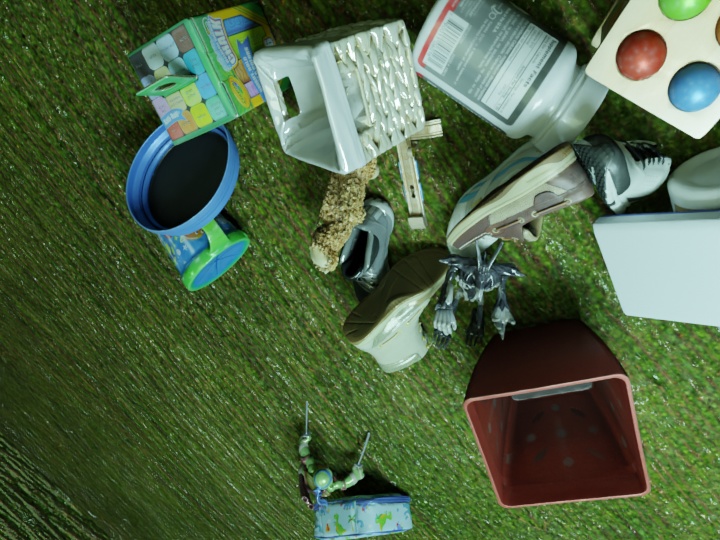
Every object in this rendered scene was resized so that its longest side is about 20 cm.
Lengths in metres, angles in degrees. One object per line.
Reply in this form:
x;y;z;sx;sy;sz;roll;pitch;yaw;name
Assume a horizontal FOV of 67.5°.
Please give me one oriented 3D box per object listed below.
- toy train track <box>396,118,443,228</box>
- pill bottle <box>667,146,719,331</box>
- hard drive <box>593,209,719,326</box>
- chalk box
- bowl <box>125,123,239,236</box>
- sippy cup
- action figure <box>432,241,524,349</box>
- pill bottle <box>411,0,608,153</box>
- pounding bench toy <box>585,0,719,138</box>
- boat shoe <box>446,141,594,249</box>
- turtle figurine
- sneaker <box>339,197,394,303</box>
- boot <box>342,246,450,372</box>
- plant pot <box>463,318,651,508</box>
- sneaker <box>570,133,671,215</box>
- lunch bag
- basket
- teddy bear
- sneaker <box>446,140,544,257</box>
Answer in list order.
0.062;-0.146;0.749;0.112;0.033;0.203;1;122;27;toy train track
0.422;-0.026;0.593;0.113;0.115;0.203;-14;114;33;pill bottle
0.358;-0.001;0.570;0.199;0.025;0.134;5;128;60;hard drive
-0.201;-0.254;0.703;0.123;0.201;0.126;-10;117;32;chalk box
-0.273;-0.148;0.834;0.196;0.205;0.039;3;163;25;bowl
-0.282;-0.058;0.928;0.131;0.139;0.178;48;118;4;sippy cup
0.159;0.048;0.754;0.116;0.104;0.202;5;145;2;action figure
0.162;-0.222;0.596;0.198;0.114;0.115;34;130;2;pill bottle
0.312;-0.251;0.473;0.123;0.157;0.202;31;130;5;pounding bench toy
0.172;-0.060;0.603;0.072;0.072;0.200;51;143;0;boat shoe
-0.065;0.404;1.154;0.140;0.204;0.195;5;154;-10;turtle figurine
0.000;0.000;0.824;0.074;0.116;0.204;13;126;18;sneaker
0.081;0.068;0.848;0.072;0.199;0.155;49;-179;41;boot
0.265;0.182;0.757;0.196;0.177;0.203;-14;115;19;plant pot
0.282;-0.115;0.575;0.079;0.199;0.075;-32;74;27;sneaker
0.005;0.530;1.160;0.159;0.084;0.198;20;145;-40;lunch bag
-0.027;-0.211;0.640;0.199;0.122;0.138;34;146;56;basket
-0.023;-0.091;0.760;0.065;0.204;0.145;18;166;-9;teddy bear
0.175;-0.081;0.705;0.076;0.081;0.201;36;131;-2;sneaker
